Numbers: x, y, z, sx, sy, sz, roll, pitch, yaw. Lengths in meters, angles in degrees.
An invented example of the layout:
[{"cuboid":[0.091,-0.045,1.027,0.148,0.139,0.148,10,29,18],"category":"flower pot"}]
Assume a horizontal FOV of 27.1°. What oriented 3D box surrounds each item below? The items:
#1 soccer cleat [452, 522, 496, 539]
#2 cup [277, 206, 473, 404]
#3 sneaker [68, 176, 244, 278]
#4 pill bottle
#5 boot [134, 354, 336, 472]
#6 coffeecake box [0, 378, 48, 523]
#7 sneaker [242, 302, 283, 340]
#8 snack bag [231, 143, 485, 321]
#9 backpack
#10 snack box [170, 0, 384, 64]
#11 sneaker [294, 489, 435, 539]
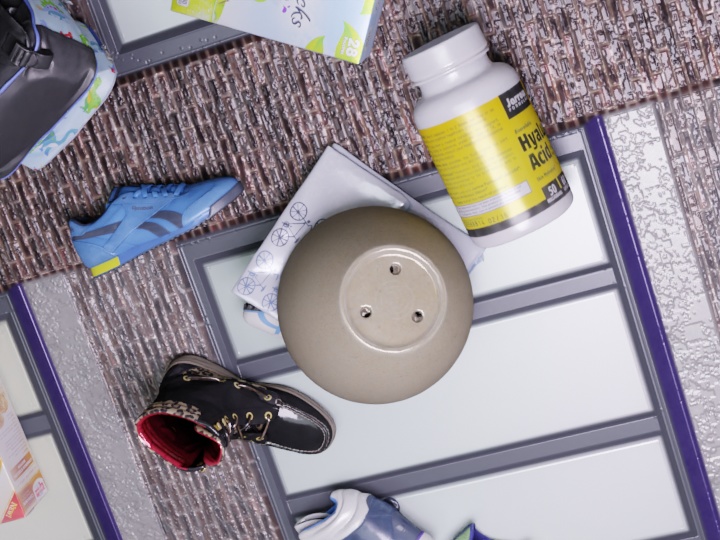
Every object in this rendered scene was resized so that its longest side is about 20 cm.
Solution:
[{"cuboid":[0.185,0.342,1.611,0.200,0.065,0.084,27,108,3],"category":"soccer cleat"},{"cuboid":[0.023,0.032,1.444,0.199,0.143,0.201,0,87,-6],"category":"cup"},{"cuboid":[-0.219,-0.064,1.569,0.200,0.066,0.079,-24,97,18],"category":"sneaker"},{"cuboid":[0.119,-0.132,1.451,0.111,0.111,0.200,-24,101,18],"category":"pill bottle"},{"cuboid":[-0.134,0.165,1.576,0.199,0.151,0.073,25,111,4],"category":"boot"},{"cuboid":[-0.469,0.195,1.699,0.153,0.073,0.201,-16,104,15],"category":"coffeecake box"},{"cuboid":[-0.032,0.077,1.569,0.199,0.072,0.073,16,99,7],"category":"sneaker"},{"cuboid":[0.000,0.000,1.525,0.200,0.021,0.189,35,84,0],"category":"snack bag"},{"cuboid":[-0.354,-0.209,1.498,0.183,0.147,0.200,-45,53,19],"category":"backpack"},{"cuboid":[-0.069,-0.311,1.459,0.199,0.068,0.169,16,109,5],"category":"snack box"},{"cuboid":[-0.016,0.333,1.649,0.146,0.081,0.200,30,114,10],"category":"sneaker"}]
